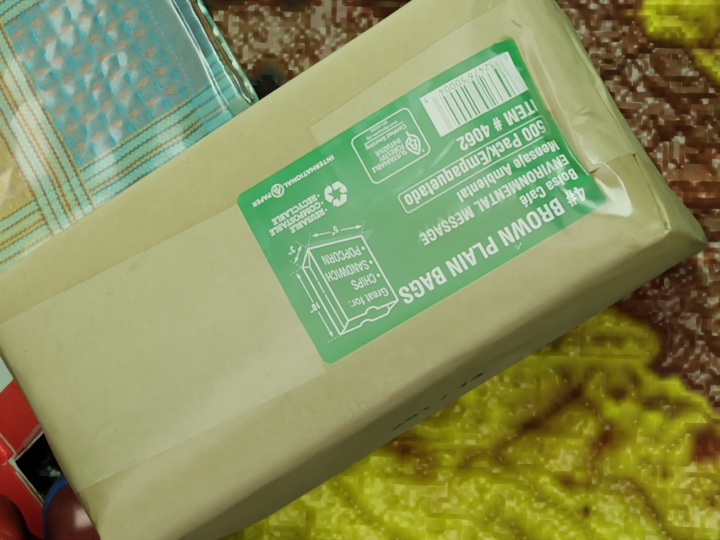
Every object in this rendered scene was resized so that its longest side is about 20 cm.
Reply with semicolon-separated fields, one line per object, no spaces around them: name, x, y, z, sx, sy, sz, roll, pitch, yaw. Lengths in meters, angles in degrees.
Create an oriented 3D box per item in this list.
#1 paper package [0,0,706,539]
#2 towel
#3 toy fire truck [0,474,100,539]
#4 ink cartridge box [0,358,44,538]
paper package;0.000;0.000;0.786;0.200;0.191;0.104;-32;84;9
towel;-0.151;-0.066;0.904;0.200;0.022;0.147;-31;84;11
toy fire truck;-0.123;0.149;0.812;0.200;0.112;0.168;-7;116;-8
ink cartridge box;-0.195;0.044;0.877;0.116;0.067;0.200;-35;97;13
